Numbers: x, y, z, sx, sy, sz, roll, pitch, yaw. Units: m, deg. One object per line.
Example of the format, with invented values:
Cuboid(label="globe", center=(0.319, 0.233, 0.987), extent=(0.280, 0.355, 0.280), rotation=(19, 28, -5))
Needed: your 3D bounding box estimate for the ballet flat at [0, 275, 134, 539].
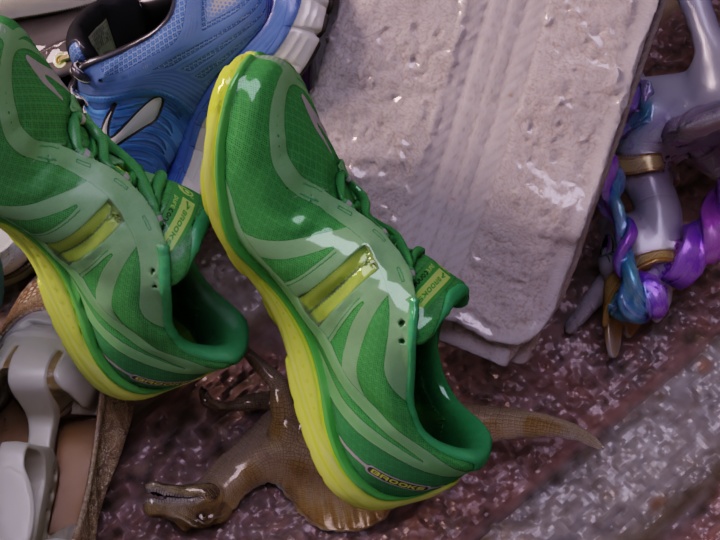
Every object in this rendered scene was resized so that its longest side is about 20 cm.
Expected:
Cuboid(label="ballet flat", center=(-0.138, 0.075, 0.832), extent=(0.070, 0.065, 0.200), rotation=(-1, 61, 4))

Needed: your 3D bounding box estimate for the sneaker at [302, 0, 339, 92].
Cuboid(label="sneaker", center=(0.016, -0.079, 0.919), extent=(0.100, 0.075, 0.200), rotation=(-9, 64, -19))

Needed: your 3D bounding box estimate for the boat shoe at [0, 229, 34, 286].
Cuboid(label="boat shoe", center=(-0.241, -0.050, 0.902), extent=(0.200, 0.068, 0.075), rotation=(21, 64, 13))

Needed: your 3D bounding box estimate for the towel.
Cuboid(label="towel", center=(0.043, -0.069, 0.794), extent=(0.132, 0.034, 0.200), rotation=(20, 103, 14))

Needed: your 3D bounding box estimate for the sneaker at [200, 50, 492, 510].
Cuboid(label="sneaker", center=(0.000, 0.000, 0.765), extent=(0.084, 0.200, 0.074), rotation=(-14, 20, 27))

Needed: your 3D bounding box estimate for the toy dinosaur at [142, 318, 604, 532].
Cuboid(label="toy dinosaur", center=(0.001, 0.064, 0.851), extent=(0.200, 0.058, 0.101), rotation=(-12, 77, 3))

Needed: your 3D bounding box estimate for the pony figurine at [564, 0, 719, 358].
Cuboid(label="pony figurine", center=(0.166, -0.074, 0.872), extent=(0.193, 0.167, 0.200), rotation=(-21, 61, 28))

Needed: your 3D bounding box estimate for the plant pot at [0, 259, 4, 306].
Cuboid(label="plant pot", center=(-0.244, 0.048, 0.791), extent=(0.200, 0.200, 0.188), rotation=(15, 48, 10))

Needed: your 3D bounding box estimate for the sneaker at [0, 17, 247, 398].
Cuboid(label="sneaker", center=(-0.104, -0.030, 0.774), extent=(0.084, 0.200, 0.074), rotation=(-9, 44, 23))

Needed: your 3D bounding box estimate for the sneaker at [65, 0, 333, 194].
Cuboid(label="sneaker", center=(-0.095, -0.077, 0.841), extent=(0.089, 0.200, 0.079), rotation=(31, 32, -14))

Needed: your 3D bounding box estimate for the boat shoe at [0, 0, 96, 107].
Cuboid(label="boat shoe", center=(-0.105, -0.105, 0.904), extent=(0.201, 0.072, 0.061), rotation=(-7, 83, 26))
